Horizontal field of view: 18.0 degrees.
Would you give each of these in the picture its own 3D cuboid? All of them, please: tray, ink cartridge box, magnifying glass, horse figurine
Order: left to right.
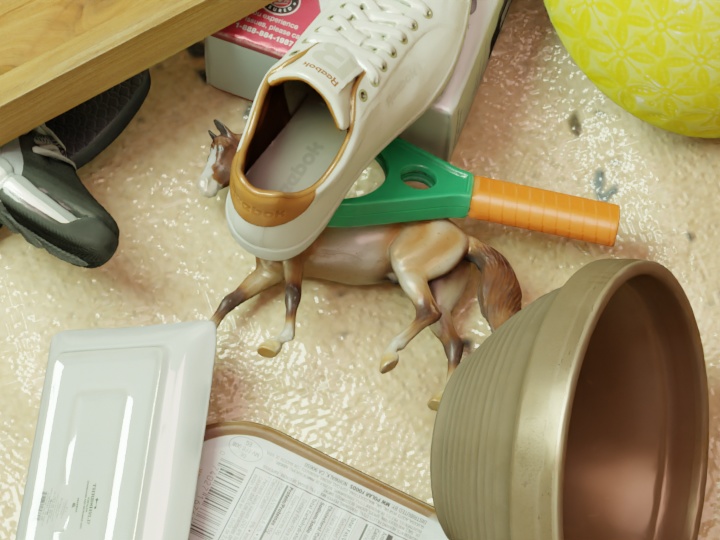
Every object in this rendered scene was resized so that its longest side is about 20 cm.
[{"bbox_3d":[-0.136,-0.145,1.160,0.200,0.037,0.099,-30,64,-22],"label":"tray"},{"bbox_3d":[-0.134,0.119,1.144,0.107,0.022,0.201,-5,66,30],"label":"tray"},{"bbox_3d":[0.000,0.000,1.198,0.199,0.050,0.133,10,56,9],"label":"horse figurine"},{"bbox_3d":[0.016,-0.178,1.251,0.145,0.083,0.200,19,71,6],"label":"ink cartridge box"},{"bbox_3d":[0.038,-0.043,1.196,0.199,0.022,0.080,10,40,1],"label":"magnifying glass"}]

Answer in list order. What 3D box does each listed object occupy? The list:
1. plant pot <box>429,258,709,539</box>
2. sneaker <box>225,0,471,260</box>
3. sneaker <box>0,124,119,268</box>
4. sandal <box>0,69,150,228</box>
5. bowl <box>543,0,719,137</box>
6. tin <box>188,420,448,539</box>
[{"bbox_3d":[0.096,0.093,1.113,0.092,0.201,0.201,2,67,28],"label":"plant pot"},{"bbox_3d":[0.000,-0.100,1.137,0.073,0.085,0.200,27,73,9],"label":"sneaker"},{"bbox_3d":[-0.180,-0.094,1.177,0.200,0.075,0.116,34,78,21],"label":"sneaker"},{"bbox_3d":[-0.197,-0.054,1.228,0.200,0.043,0.076,-42,69,-5],"label":"sandal"},{"bbox_3d":[0.202,-0.180,1.205,0.200,0.108,0.201,5,78,-24],"label":"bowl"},{"bbox_3d":[-0.025,0.152,1.154,0.200,0.042,0.112,25,75,7],"label":"tin"}]
